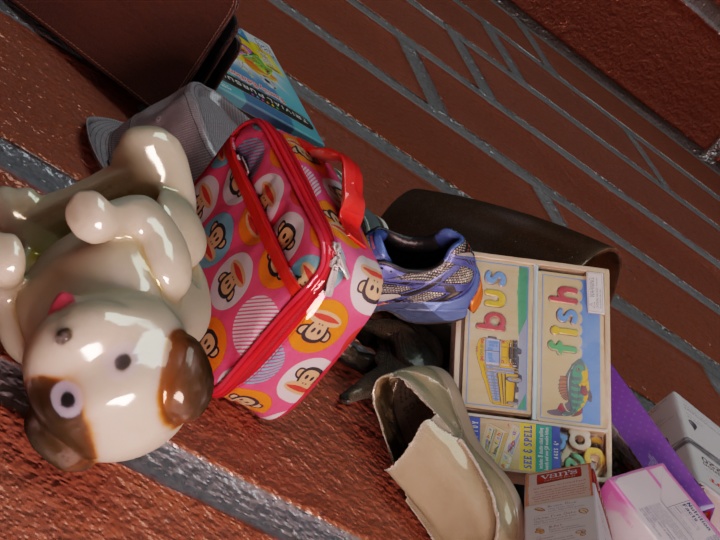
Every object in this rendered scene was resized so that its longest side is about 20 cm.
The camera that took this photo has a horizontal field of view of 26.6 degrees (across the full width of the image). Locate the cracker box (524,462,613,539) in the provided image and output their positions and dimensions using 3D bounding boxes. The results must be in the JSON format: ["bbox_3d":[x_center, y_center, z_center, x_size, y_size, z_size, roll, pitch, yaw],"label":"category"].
[{"bbox_3d":[0.155,0.240,1.063,0.200,0.058,0.134,-75,150,-70],"label":"cracker box"}]

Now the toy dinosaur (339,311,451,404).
[{"bbox_3d":[0.034,0.067,1.275,0.102,0.077,0.200,29,14,3],"label":"toy dinosaur"}]

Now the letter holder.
[{"bbox_3d":[-0.202,-0.257,1.387,0.200,0.142,0.101,37,19,6],"label":"letter holder"}]

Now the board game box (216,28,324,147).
[{"bbox_3d":[-0.134,-0.198,1.572,0.151,0.047,0.200,26,24,-39],"label":"board game box"}]

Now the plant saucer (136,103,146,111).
[{"bbox_3d":[-0.120,-0.101,1.432,0.200,0.019,0.070,39,19,-5],"label":"plant saucer"}]

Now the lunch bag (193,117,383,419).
[{"bbox_3d":[-0.062,-0.012,1.101,0.082,0.176,0.200,27,23,-38],"label":"lunch bag"}]

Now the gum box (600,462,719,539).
[{"bbox_3d":[0.240,0.256,1.180,0.066,0.114,0.200,-8,48,-37],"label":"gum box"}]

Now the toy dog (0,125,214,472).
[{"bbox_3d":[-0.155,0.036,0.922,0.200,0.139,0.194,-103,177,-62],"label":"toy dog"}]

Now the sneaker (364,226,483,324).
[{"bbox_3d":[0.000,0.000,1.228,0.200,0.078,0.075,-8,46,-6],"label":"sneaker"}]

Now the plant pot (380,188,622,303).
[{"bbox_3d":[0.110,0.010,1.430,0.200,0.187,0.187,34,14,24],"label":"plant pot"}]

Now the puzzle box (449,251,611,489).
[{"bbox_3d":[0.139,0.080,1.251,0.133,0.025,0.200,7,60,-4],"label":"puzzle box"}]

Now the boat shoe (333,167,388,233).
[{"bbox_3d":[-0.031,-0.048,1.354,0.062,0.073,0.200,38,12,-31],"label":"boat shoe"}]

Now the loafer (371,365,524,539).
[{"bbox_3d":[0.058,0.152,1.144,0.068,0.076,0.200,14,34,-37],"label":"loafer"}]

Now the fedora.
[{"bbox_3d":[-0.134,-0.093,1.270,0.177,0.090,0.200,29,22,-34],"label":"fedora"}]

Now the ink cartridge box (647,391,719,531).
[{"bbox_3d":[0.350,0.230,1.528,0.146,0.085,0.200,38,21,-11],"label":"ink cartridge box"}]

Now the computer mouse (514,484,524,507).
[{"bbox_3d":[0.145,0.180,1.281,0.139,0.053,0.200,50,21,26],"label":"computer mouse"}]

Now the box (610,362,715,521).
[{"bbox_3d":[0.226,0.178,1.325,0.039,0.137,0.200,-13,46,-20],"label":"box"}]
